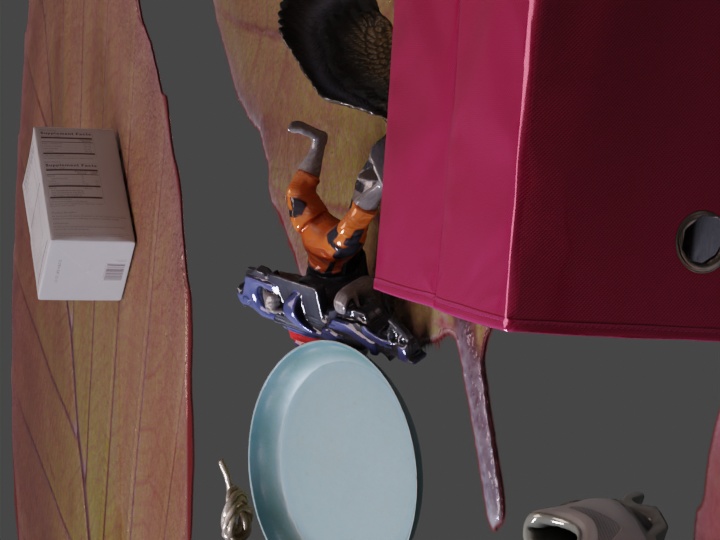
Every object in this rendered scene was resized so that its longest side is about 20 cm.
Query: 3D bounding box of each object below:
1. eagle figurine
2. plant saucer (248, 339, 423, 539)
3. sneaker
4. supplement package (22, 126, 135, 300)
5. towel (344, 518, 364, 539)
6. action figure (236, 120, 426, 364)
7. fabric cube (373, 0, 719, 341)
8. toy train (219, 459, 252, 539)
[{"bbox_3d":[0.036,-0.130,1.389,0.199,0.150,0.153,19,119,59],"label":"eagle figurine"},{"bbox_3d":[-0.016,0.155,1.554,0.199,0.027,0.203,2,93,49],"label":"plant saucer"},{"bbox_3d":[0.147,0.198,1.097,0.200,0.088,0.075,-123,41,-56],"label":"sneaker"},{"bbox_3d":[-0.360,-0.074,2.537,0.114,0.108,0.201,112,152,-45],"label":"supplement package"},{"bbox_3d":[-0.025,0.184,1.666,0.149,0.036,0.201,112,153,-44],"label":"towel"},{"bbox_3d":[0.000,0.000,1.578,0.199,0.104,0.195,26,123,37],"label":"action figure"},{"bbox_3d":[0.132,-0.075,0.996,0.200,0.194,0.202,-163,77,-71],"label":"fabric cube"},{"bbox_3d":[-0.086,0.271,1.693,0.116,0.084,0.202,21,123,63],"label":"toy train"}]
